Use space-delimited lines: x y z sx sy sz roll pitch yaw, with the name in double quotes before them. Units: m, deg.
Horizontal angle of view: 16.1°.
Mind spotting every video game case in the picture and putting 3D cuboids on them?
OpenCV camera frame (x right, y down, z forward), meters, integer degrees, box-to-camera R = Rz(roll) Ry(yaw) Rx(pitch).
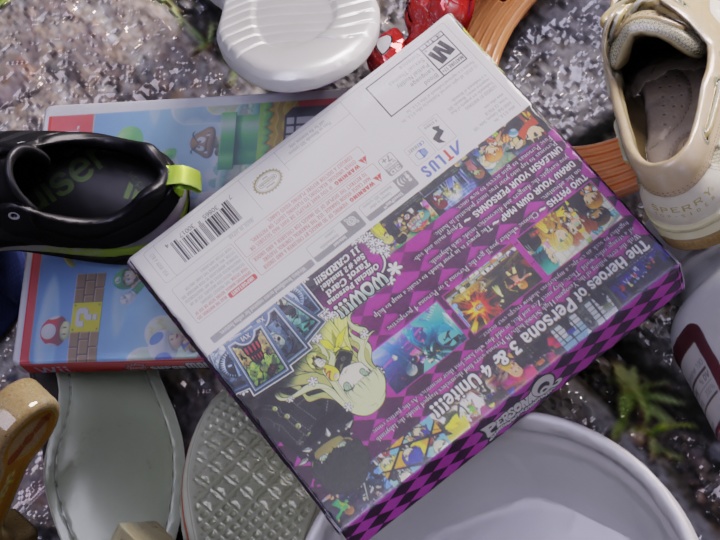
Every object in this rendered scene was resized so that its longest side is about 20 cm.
"video game case" 0.020 0.002 1.194 0.200 0.036 0.181 -38 64 -5
"video game case" -0.071 -0.020 1.262 0.199 0.017 0.143 -2 68 17

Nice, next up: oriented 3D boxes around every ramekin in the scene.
"ramekin" 0.073 0.174 1.194 0.200 0.105 0.201 -4 72 14

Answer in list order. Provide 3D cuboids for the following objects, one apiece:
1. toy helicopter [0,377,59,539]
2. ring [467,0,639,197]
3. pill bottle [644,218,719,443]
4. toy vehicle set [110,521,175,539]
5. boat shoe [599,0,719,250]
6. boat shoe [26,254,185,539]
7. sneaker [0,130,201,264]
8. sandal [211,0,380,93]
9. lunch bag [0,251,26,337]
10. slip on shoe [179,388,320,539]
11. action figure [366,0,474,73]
"toy helicopter" -0.200 0.135 1.227 0.079 0.132 0.200 39 122 21
"ring" 0.127 -0.110 1.274 0.200 0.019 0.201 -20 45 22
"pill bottle" 0.216 0.050 1.191 0.114 0.114 0.200 -27 69 5
"toy vehicle set" -0.108 0.236 1.204 0.124 0.026 0.200 39 113 33
"boat shoe" 0.146 -0.102 1.190 0.072 0.065 0.200 -19 45 22
"boat shoe" -0.132 0.074 1.302 0.071 0.061 0.202 -6 71 -11
"sneaker" -0.176 -0.045 1.222 0.199 0.083 0.072 -2 72 -2
"sandal" -0.034 -0.123 1.298 0.082 0.050 0.203 -12 27 -4
"lunch bag" -0.273 0.005 1.318 0.136 0.132 0.200 37 86 21
"slip on shoe" -0.054 0.146 1.259 0.074 0.061 0.201 2 60 -8
"action figure" 0.064 -0.168 1.296 0.052 0.065 0.200 33 65 3
